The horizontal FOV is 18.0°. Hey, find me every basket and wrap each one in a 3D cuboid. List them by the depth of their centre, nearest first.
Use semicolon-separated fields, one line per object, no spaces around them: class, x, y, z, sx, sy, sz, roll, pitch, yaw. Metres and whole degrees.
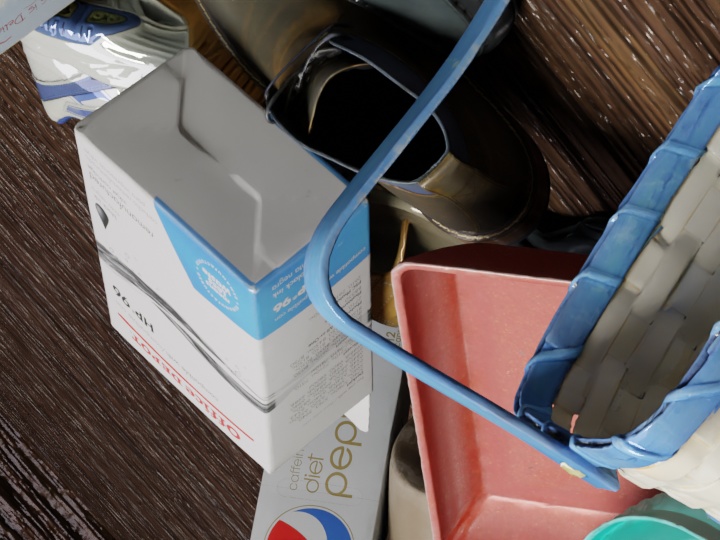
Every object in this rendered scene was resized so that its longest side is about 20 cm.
basket;0.101;-0.008;0.725;0.200;0.176;0.139;39;170;-18

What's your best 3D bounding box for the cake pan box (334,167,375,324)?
cake pan box;-0.044;-0.068;1.171;0.184;0.052;0.200;39;162;16

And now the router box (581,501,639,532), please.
router box;0.172;0.173;1.045;0.157;0.052;0.200;-35;103;29

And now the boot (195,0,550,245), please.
boot;-0.010;-0.090;0.929;0.200;0.075;0.097;40;-173;20

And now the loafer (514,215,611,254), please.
loafer;0.077;0.018;1.036;0.073;0.072;0.200;48;165;-11

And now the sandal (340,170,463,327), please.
sandal;0.000;0.000;1.053;0.080;0.054;0.200;24;160;-22

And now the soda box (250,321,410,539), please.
soda box;-0.019;0.126;1.171;0.064;0.200;0.068;7;155;7

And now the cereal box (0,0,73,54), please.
cereal box;-0.134;-0.180;0.946;0.040;0.144;0.200;47;164;18

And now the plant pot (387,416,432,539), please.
plant pot;0.091;0.156;1.173;0.200;0.200;0.174;26;139;50

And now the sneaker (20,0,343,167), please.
sneaker;-0.067;-0.083;1.051;0.200;0.075;0.088;23;141;24

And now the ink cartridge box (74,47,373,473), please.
ink cartridge box;-0.056;0.010;1.011;0.116;0.068;0.200;42;157;24

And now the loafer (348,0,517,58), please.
loafer;-0.031;-0.138;0.883;0.200;0.070;0.068;35;156;-10

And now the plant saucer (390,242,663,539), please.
plant saucer;0.121;0.061;0.918;0.199;0.037;0.200;7;141;14

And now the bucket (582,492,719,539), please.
bucket;0.162;0.189;0.917;0.207;0.135;0.207;11;140;10
